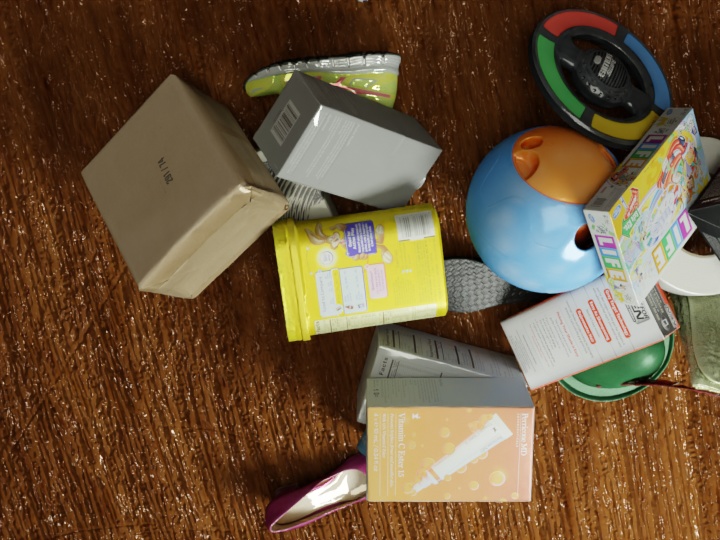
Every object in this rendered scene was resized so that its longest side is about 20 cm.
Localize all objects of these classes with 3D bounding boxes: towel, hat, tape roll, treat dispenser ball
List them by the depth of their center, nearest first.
[{"bbox_3d":[0.227,-0.074,1.140,0.199,0.201,0.202,0,104,1],"label":"treat dispenser ball"},{"bbox_3d":[0.473,0.086,1.187,0.147,0.201,0.037,13,132,-3],"label":"towel"},{"bbox_3d":[0.425,-0.069,1.192,0.201,0.037,0.204,0,87,-9],"label":"tape roll"},{"bbox_3d":[0.351,0.117,1.198,0.199,0.176,0.167,-21,105,6],"label":"hat"}]

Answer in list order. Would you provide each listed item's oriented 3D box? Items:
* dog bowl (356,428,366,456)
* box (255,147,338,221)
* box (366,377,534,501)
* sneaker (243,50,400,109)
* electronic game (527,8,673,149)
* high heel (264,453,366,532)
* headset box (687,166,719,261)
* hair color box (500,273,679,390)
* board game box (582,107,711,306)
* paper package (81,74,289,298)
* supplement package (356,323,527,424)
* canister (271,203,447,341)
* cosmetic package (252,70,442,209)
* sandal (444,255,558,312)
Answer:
[{"bbox_3d":[0.096,0.241,1.270,0.199,0.111,0.050,15,95,-3],"label":"dog bowl"},{"bbox_3d":[-0.074,-0.073,1.213,0.082,0.068,0.201,-25,102,6],"label":"box"},{"bbox_3d":[0.105,0.206,1.152,0.198,0.098,0.125,-1,104,1],"label":"box"},{"bbox_3d":[-0.046,-0.222,1.172,0.198,0.078,0.091,-4,106,1],"label":"sneaker"},{"bbox_3d":[0.289,-0.231,1.124,0.199,0.201,0.042,30,145,-7],"label":"electronic game"},{"bbox_3d":[-0.035,0.309,1.294,0.198,0.096,0.068,-12,104,4],"label":"high heel"},{"bbox_3d":[0.503,-0.082,1.133,0.149,0.077,0.200,50,61,-15],"label":"headset box"},{"bbox_3d":[0.286,0.069,1.189,0.199,0.061,0.102,-29,83,39],"label":"hair color box"},{"bbox_3d":[0.337,-0.076,1.081,0.200,0.034,0.135,-46,126,-28],"label":"board game box"},{"bbox_3d":[-0.215,-0.097,1.134,0.190,0.103,0.201,-42,61,15],"label":"paper package"},{"bbox_3d":[0.103,0.156,1.246,0.199,0.110,0.115,16,104,-3],"label":"supplement package"},{"bbox_3d":[0.000,0.000,1.154,0.198,0.087,0.150,-8,103,-3],"label":"canister"},{"bbox_3d":[-0.012,-0.150,1.130,0.199,0.090,0.107,14,121,-42],"label":"cosmetic package"},{"bbox_3d":[0.171,0.013,1.250,0.198,0.045,0.076,-1,110,-14],"label":"sandal"}]
